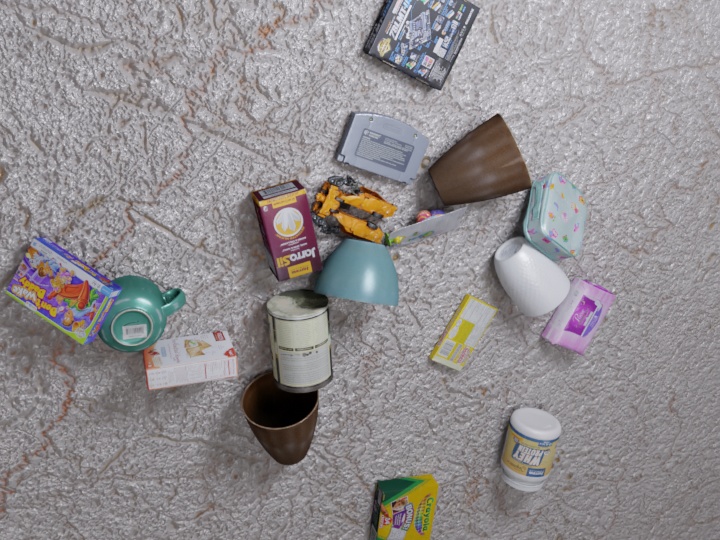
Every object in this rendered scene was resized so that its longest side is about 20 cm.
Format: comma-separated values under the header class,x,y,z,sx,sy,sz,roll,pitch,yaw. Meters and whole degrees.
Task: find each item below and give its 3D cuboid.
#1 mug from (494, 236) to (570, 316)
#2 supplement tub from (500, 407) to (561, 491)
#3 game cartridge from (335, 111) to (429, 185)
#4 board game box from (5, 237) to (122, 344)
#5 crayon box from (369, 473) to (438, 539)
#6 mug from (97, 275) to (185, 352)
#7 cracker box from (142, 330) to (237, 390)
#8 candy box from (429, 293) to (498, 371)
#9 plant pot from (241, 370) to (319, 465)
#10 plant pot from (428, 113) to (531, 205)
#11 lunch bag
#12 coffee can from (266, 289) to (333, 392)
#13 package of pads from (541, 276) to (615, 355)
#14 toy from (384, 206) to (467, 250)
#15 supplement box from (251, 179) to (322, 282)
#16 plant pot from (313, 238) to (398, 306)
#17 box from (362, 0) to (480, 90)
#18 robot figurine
class,x,y,z,sx,sy,sz,roll,pitch,yaw
mug,0.439,-0.013,1.918,0.175,0.147,0.200,48,62,-23
supplement tub,0.482,0.510,2.135,0.144,0.145,0.201,1,111,-20
game cartridge,0.054,-0.286,1.714,0.199,0.042,0.134,16,101,-25
board game box,-0.612,0.041,1.545,0.200,0.045,0.135,32,100,5
crayon box,0.123,0.687,2.127,0.172,0.058,0.201,-2,112,-19
mug,-0.488,0.089,1.626,0.185,0.114,0.152,-47,119,4
cracker box,-0.388,0.201,1.698,0.199,0.134,0.058,-7,113,-18
candy box,0.273,0.166,1.985,0.102,0.026,0.200,24,102,-29
plant pot,-0.184,0.378,1.837,0.186,0.187,0.200,-16,131,-13
plant pot,0.267,-0.234,1.738,0.199,0.187,0.187,-25,119,8
lunch bag,0.483,-0.138,1.863,0.160,0.077,0.201,30,60,-25
coffee can,-0.141,0.165,1.765,0.146,0.146,0.201,-9,114,-16
package of pads,0.599,0.125,2.058,0.120,0.076,0.200,20,103,-27
toy,0.149,-0.112,1.798,0.199,0.115,0.047,-22,73,-13
supplement box,-0.165,-0.090,1.686,0.110,0.086,0.201,-18,116,-13
plant pot,0.000,0.000,1.735,0.199,0.200,0.135,9,91,-23
box,0.134,-0.526,1.636,0.198,0.050,0.200,19,104,-25
robot figurine,-0.022,-0.140,1.733,0.200,0.058,0.145,21,103,-27
